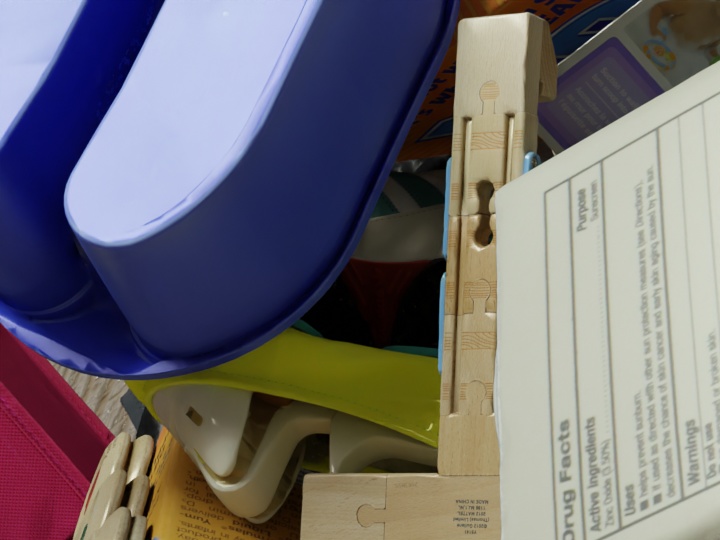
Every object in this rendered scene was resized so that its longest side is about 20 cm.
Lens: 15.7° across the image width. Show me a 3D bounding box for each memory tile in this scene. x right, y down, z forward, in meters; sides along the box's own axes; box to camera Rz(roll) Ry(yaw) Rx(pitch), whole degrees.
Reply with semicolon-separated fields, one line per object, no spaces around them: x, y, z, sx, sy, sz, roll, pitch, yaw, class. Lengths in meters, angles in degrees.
-0.101;0.140;0.843;0.200;0.017;0.153;-112;43;-79;memory tile

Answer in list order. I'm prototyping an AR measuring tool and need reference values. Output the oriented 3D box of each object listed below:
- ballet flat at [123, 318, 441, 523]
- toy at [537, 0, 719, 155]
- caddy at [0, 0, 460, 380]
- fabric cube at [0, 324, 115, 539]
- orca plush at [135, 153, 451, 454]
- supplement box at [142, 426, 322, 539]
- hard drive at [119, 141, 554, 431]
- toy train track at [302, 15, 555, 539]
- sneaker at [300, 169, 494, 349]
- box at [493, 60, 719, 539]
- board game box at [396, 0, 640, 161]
-0.009;0.050;0.808;0.200;0.067;0.067;11;64;24;ballet flat
0.158;-0.063;0.765;0.200;0.115;0.047;-35;30;19;toy
-0.054;-0.066;0.802;0.141;0.105;0.200;19;74;24;caddy
-0.226;0.083;1.039;0.199;0.200;0.196;-41;1;-2;fabric cube
-0.034;0.027;0.954;0.200;0.071;0.105;-48;51;0;orca plush
-0.044;0.106;0.831;0.200;0.069;0.067;-91;22;-67;supplement box
-0.007;0.010;1.066;0.200;0.042;0.135;-43;16;-2;hard drive
0.042;0.029;0.744;0.115;0.033;0.200;-3;80;33;toy train track
0.001;0.000;0.905;0.200;0.070;0.093;5;19;8;sneaker
0.137;0.012;0.555;0.200;0.109;0.128;-30;41;33;box
0.071;-0.174;0.914;0.200;0.200;0.200;-10;-18;-42;board game box
